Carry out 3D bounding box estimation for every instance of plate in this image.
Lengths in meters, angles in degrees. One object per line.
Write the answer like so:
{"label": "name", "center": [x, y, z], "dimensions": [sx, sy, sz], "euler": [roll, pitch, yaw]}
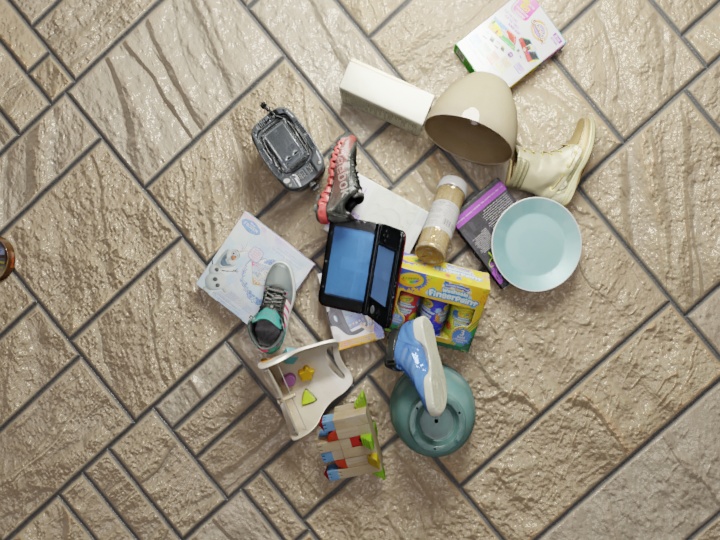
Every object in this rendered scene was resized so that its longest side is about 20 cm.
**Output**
{"label": "plate", "center": [0.380, -0.056, 1.236], "dimensions": [0.195, 0.026, 0.205], "euler": [0, 90, 1]}

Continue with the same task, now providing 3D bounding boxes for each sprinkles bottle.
{"label": "sprinkles bottle", "center": [0.173, -0.110, 1.208], "dimensions": [0.067, 0.069, 0.203], "euler": [22, 58, 1]}

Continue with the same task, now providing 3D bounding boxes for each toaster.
{"label": "toaster", "center": [-0.156, -0.261, 1.237], "dimensions": [0.113, 0.129, 0.201], "euler": [-37, 89, 2]}

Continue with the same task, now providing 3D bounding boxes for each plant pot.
{"label": "plant pot", "center": [0.248, -0.331, 1.193], "dimensions": [0.197, 0.200, 0.137], "euler": [23, 82, 2]}
{"label": "plant pot", "center": [0.160, 0.313, 1.230], "dimensions": [0.195, 0.134, 0.206], "euler": [0, 91, 3]}

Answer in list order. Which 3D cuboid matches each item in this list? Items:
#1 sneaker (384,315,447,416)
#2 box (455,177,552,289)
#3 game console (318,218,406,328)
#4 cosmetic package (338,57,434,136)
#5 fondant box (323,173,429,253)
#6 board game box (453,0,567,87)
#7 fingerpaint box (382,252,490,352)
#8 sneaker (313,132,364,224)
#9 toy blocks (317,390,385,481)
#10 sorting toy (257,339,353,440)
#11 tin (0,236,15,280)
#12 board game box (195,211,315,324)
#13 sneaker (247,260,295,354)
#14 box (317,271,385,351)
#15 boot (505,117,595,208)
{"label": "sneaker", "center": [0.108, 0.206, 1.174], "dimensions": [0.110, 0.076, 0.204], "euler": [-23, 66, 30]}
{"label": "box", "center": [0.309, -0.081, 1.267], "dimensions": [0.142, 0.036, 0.201], "euler": [-38, 88, 2]}
{"label": "game console", "center": [0.000, 0.000, 1.193], "dimensions": [0.116, 0.172, 0.205], "euler": [6, 100, -21]}
{"label": "cosmetic package", "center": [0.057, -0.376, 1.240], "dimensions": [0.197, 0.104, 0.074], "euler": [24, 91, 1]}
{"label": "fondant box", "center": [0.036, -0.108, 1.267], "dimensions": [0.197, 0.058, 0.146], "euler": [28, 92, 3]}
{"label": "board game box", "center": [0.329, -0.496, 1.256], "dimensions": [0.199, 0.040, 0.154], "euler": [-37, 89, 3]}
{"label": "fingerpaint box", "center": [0.160, 0.069, 1.222], "dimensions": [0.196, 0.074, 0.170], "euler": [14, 120, 2]}
{"label": "sneaker", "center": [-0.029, -0.191, 1.202], "dimensions": [0.096, 0.071, 0.205], "euler": [12, 82, 18]}
{"label": "toy blocks", "center": [-0.033, 0.378, 1.256], "dimensions": [0.134, 0.100, 0.204], "euler": [-13, 110, 7]}
{"label": "sorting toy", "center": [-0.111, 0.235, 1.252], "dimensions": [0.177, 0.107, 0.203], "euler": [-23, 114, -7]}
{"label": "tin", "center": [-0.901, -0.026, 1.319], "dimensions": [0.195, 0.042, 0.115], "euler": [0, 87, 3]}
{"label": "board game box", "center": [-0.235, 0.008, 1.287], "dimensions": [0.199, 0.043, 0.201], "euler": [37, 94, 1]}
{"label": "sneaker", "center": [-0.189, 0.082, 1.205], "dimensions": [0.082, 0.121, 0.205], "euler": [7, 93, 1]}
{"label": "box", "center": [-0.022, 0.067, 1.281], "dimensions": [0.116, 0.041, 0.205], "euler": [-15, 93, 3]}
{"label": "boot", "center": [0.412, -0.255, 1.241], "dimensions": [0.152, 0.073, 0.204], "euler": [20, 97, -1]}
